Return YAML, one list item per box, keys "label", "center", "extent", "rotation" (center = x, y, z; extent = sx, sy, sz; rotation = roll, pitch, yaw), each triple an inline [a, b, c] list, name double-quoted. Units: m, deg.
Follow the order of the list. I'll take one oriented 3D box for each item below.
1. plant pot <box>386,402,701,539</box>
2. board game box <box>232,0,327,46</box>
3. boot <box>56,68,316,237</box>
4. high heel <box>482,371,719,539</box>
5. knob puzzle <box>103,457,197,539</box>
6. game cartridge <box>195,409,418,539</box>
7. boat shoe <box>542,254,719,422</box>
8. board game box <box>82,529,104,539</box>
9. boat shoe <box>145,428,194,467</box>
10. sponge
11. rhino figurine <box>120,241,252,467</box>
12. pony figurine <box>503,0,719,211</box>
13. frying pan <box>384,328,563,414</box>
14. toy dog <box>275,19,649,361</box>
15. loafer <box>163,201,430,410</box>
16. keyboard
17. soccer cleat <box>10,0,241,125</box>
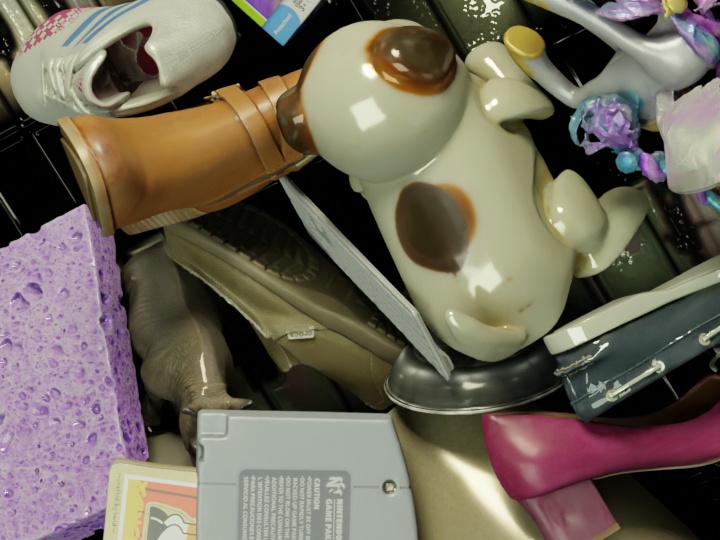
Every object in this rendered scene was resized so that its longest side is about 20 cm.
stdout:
- label: "plant pot"
  center: [0.089, 0.161, 1.728]
  extent: [0.200, 0.187, 0.187]
  rotation: [51, 123, 8]
- label: "board game box"
  center: [-0.032, -0.248, 1.645]
  extent: [0.134, 0.045, 0.200]
  rotation: [41, 123, 0]
- label: "boot"
  center: [-0.088, -0.079, 1.653]
  extent: [0.155, 0.200, 0.074]
  rotation: [-22, 86, 5]
- label: "high heel"
  center: [0.166, 0.078, 1.647]
  extent: [0.096, 0.200, 0.067]
  rotation: [60, 155, -9]
- label: "knob puzzle"
  center: [-0.061, 0.214, 1.696]
  extent: [0.219, 0.030, 0.220]
  rotation: [2, 104, 7]
- label: "game cartridge"
  center: [-0.032, 0.182, 1.660]
  extent: [0.133, 0.040, 0.200]
  rotation: [2, 95, 0]
- label: "boat shoe"
  center: [0.204, 0.026, 1.616]
  extent: [0.200, 0.075, 0.062]
  rotation: [-22, 92, -13]
- label: "board game box"
  center: [-0.222, 0.157, 1.828]
  extent: [0.028, 0.200, 0.135]
  rotation: [-38, 96, 23]
- label: "boat shoe"
  center: [-0.069, 0.135, 1.792]
  extent: [0.200, 0.067, 0.057]
  rotation: [-3, 117, -10]
- label: "sponge"
  center: [-0.191, 0.071, 1.775]
  extent: [0.111, 0.030, 0.200]
  rotation: [-24, 63, 29]
- label: "rhino figurine"
  center: [-0.110, 0.061, 1.762]
  extent: [0.060, 0.200, 0.088]
  rotation: [-1, 129, -21]
- label: "pony figurine"
  center: [0.177, -0.119, 1.575]
  extent: [0.200, 0.167, 0.193]
  rotation: [41, 155, -4]
- label: "frying pan"
  center: [0.106, 0.053, 1.673]
  extent: [0.190, 0.115, 0.031]
  rotation: [-4, 110, 13]
- label: "toy dog"
  center: [0.039, -0.055, 1.628]
  extent: [0.139, 0.194, 0.200]
  rotation: [-22, 113, 39]
- label: "loafer"
  center: [-0.043, 0.024, 1.763]
  extent: [0.200, 0.076, 0.067]
  rotation: [32, 116, 6]
- label: "keyboard"
  center: [0.000, 0.000, 1.683]
  extent: [0.011, 0.200, 0.056]
  rotation: [-38, 126, -4]
- label: "soccer cleat"
  center: [-0.161, -0.123, 1.716]
  extent: [0.200, 0.086, 0.070]
  rotation: [-15, 109, 45]
